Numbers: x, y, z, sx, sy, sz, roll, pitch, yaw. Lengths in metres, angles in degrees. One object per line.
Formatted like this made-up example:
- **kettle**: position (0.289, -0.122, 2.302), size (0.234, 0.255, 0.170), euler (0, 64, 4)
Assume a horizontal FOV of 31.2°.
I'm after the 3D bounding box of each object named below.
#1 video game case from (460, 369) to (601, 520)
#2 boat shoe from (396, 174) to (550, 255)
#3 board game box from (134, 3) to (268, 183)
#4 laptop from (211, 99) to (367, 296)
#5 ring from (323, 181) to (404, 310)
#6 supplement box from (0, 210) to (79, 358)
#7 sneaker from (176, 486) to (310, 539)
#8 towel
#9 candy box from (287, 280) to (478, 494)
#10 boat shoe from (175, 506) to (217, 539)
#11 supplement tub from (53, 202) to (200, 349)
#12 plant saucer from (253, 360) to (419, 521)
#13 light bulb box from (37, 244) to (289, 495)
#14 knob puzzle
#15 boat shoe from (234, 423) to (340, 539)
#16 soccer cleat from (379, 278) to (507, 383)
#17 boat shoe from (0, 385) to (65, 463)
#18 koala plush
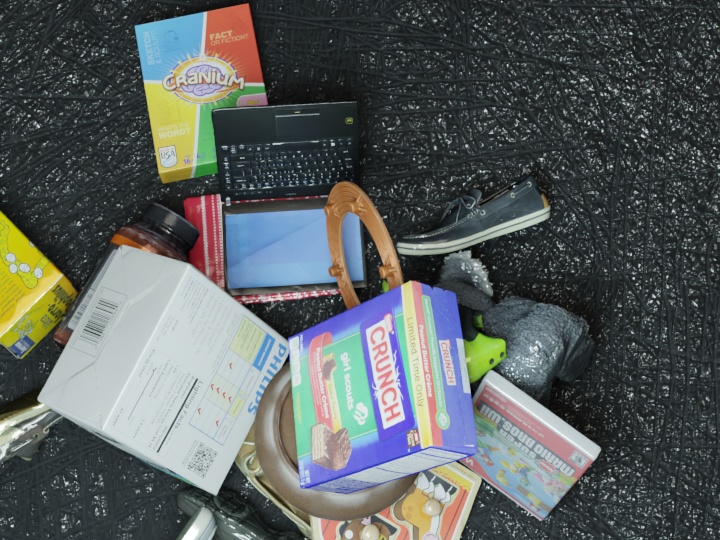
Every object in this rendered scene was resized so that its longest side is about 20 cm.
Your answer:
- **video game case**: position (0.173, 0.196, 1.420), size (0.142, 0.201, 0.017), euler (35, 61, 10)
- **boat shoe**: position (0.133, -0.065, 1.550), size (0.197, 0.075, 0.063), euler (-19, 99, -10)
- **board game box**: position (-0.194, -0.223, 1.619), size (0.151, 0.040, 0.203), euler (-12, 75, -2)
- **laptop**: position (-0.083, -0.086, 1.529), size (0.174, 0.202, 0.104), euler (-4, 35, -3)
- **ring**: position (0.000, 0.000, 1.444), size (0.019, 0.201, 0.203), euler (-17, 74, -21)
- **supplement box**: position (-0.444, -0.010, 1.530), size (0.200, 0.109, 0.110), euler (43, 79, 11)
- **sneaker**: position (-0.134, 0.317, 1.457), size (0.199, 0.076, 0.092), euler (31, 104, 21)
- **towel**: position (-0.117, -0.030, 1.576), size (0.197, 0.023, 0.147), euler (-6, 73, -3)
- **candy box**: position (0.018, 0.126, 1.332), size (0.076, 0.199, 0.172), euler (13, 62, -42)
- **boat shoe**: position (-0.196, 0.356, 1.429), size (0.071, 0.070, 0.203), euler (27, 104, -3)
- **supplement tub**: position (-0.268, 0.023, 1.518), size (0.106, 0.107, 0.202), euler (29, 78, 8)
- **plant saucer**: position (-0.021, 0.175, 1.435), size (0.197, 0.032, 0.203), euler (1, 68, -2)
- **light bulb box**: position (-0.212, 0.112, 1.433), size (0.124, 0.200, 0.200), euler (15, 72, 41)
- **knob puzzle**: position (0.030, 0.277, 1.442), size (0.216, 0.030, 0.223), euler (6, 73, -20)
- **boat shoe**: position (-0.084, 0.234, 1.482), size (0.073, 0.063, 0.200), euler (-44, 79, -10)
- **soccer cleat**: position (0.088, 0.060, 1.410), size (0.080, 0.068, 0.200), euler (-23, 35, -17)
- **boat shoe**: position (-0.399, 0.190, 1.501), size (0.199, 0.072, 0.067), euler (-26, 105, -19)
- **koala plush**: position (0.144, 0.077, 1.478), size (0.199, 0.184, 0.178), euler (33, 76, 22)
